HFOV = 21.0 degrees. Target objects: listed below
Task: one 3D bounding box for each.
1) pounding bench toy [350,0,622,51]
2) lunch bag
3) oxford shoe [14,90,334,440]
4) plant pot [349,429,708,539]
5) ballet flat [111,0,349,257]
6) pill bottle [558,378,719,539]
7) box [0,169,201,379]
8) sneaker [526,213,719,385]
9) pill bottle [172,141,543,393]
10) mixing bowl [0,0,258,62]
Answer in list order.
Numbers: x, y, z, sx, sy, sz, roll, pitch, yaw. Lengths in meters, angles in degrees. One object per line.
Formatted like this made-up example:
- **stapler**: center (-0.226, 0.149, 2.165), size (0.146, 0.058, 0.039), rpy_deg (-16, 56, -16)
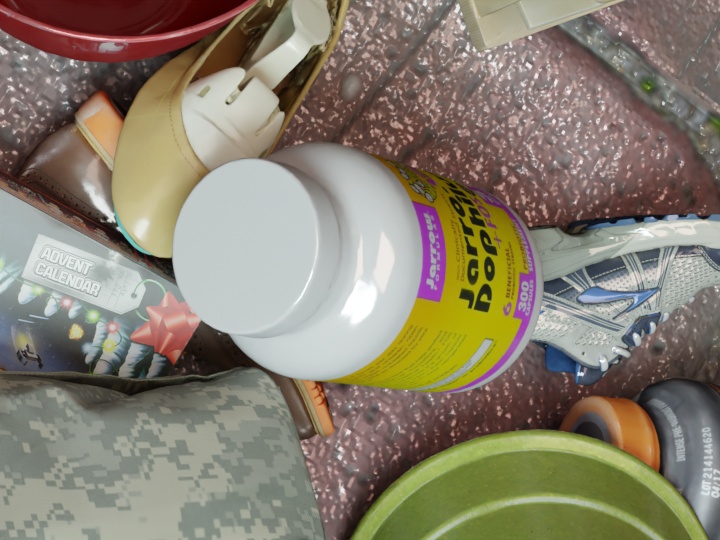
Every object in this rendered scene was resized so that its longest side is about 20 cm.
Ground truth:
- **pounding bench toy**: center (0.094, -0.189, 0.976), size (0.199, 0.156, 0.125), rpy_deg (-22, 95, -24)
- **lunch bag**: center (-0.112, 0.118, 0.796), size (0.198, 0.139, 0.169), rpy_deg (4, 65, -29)
- **oxford shoe**: center (-0.088, 0.012, 0.936), size (0.073, 0.071, 0.200), rpy_deg (-38, 101, 1)
- **plant pot**: center (0.087, 0.202, 0.884), size (0.198, 0.190, 0.202), rpy_deg (-1, 108, -3)
- **ballet flat**: center (-0.057, -0.086, 0.904), size (0.069, 0.063, 0.201), rpy_deg (45, 40, -20)
- **pill bottle**: center (0.201, 0.116, 1.029), size (0.198, 0.106, 0.107), rpy_deg (12, 81, -23)
- **box**: center (-0.185, 0.021, 0.863), size (0.199, 0.040, 0.138), rpy_deg (29, 98, -17)
- **sneaker**: center (0.126, 0.015, 1.027), size (0.198, 0.077, 0.086), rpy_deg (-6, 93, -15)
- **pill bottle**: center (0.000, 0.000, 0.880), size (0.200, 0.103, 0.105), rpy_deg (11, 79, -60)
- **mixing bowl**: center (-0.120, -0.172, 0.889), size (0.198, 0.108, 0.202), rpy_deg (4, 69, -11)
